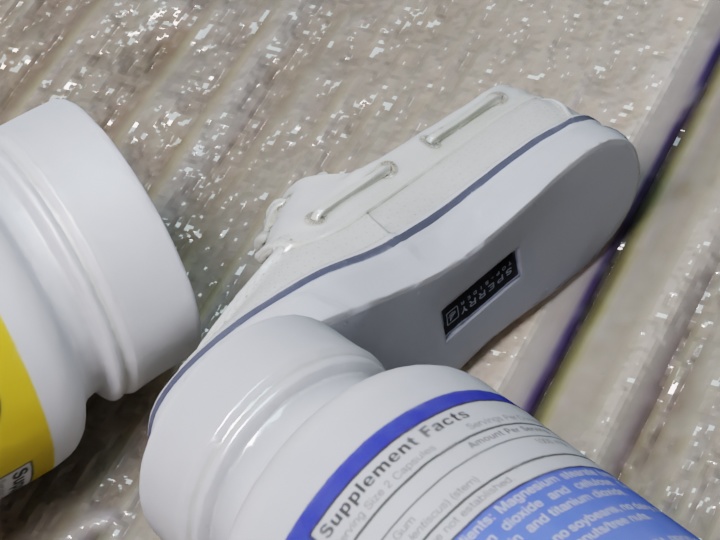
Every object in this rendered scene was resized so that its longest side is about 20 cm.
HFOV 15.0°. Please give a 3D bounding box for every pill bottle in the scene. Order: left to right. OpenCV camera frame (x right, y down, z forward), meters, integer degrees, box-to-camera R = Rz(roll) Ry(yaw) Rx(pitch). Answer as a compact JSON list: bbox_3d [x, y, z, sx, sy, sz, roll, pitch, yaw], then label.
[{"bbox_3d":[-0.159,0.033,0.857,0.200,0.114,0.114,-30,50,-17],"label":"pill bottle"},{"bbox_3d":[0.031,0.096,0.767,0.112,0.112,0.200,-38,52,-23],"label":"pill bottle"}]

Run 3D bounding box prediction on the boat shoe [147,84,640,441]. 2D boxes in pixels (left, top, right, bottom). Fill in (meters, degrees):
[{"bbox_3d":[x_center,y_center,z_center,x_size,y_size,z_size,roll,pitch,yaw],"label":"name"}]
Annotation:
[{"bbox_3d":[0.000,0.000,0.889,0.200,0.071,0.070,-37,52,-25],"label":"boat shoe"}]
